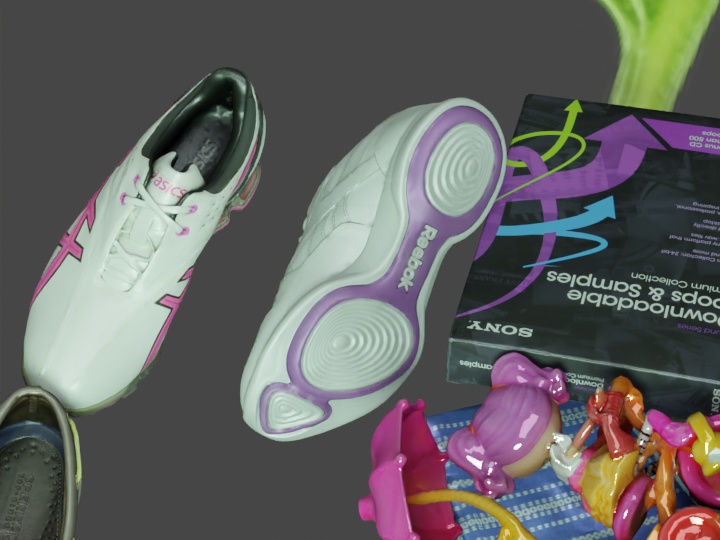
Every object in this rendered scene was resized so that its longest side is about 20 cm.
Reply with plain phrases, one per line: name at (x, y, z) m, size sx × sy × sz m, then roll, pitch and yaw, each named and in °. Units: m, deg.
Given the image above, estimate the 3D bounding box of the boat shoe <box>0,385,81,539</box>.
boat shoe at (-0.167, 0.147, 0.969) m, size 0.072 × 0.060 × 0.200 m, roll 8°, pitch 52°, yaw -2°

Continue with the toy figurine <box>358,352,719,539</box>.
toy figurine at (0.095, 0.105, 0.971) m, size 0.184 × 0.150 × 0.200 m, roll 29°, pitch 79°, yaw 19°

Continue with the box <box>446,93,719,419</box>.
box at (0.134, -0.011, 1.074) m, size 0.143 × 0.036 × 0.200 m, roll 8°, pitch 45°, yaw 12°

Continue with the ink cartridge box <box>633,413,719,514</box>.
ink cartridge box at (0.251, 0.073, 1.078) m, size 0.196 × 0.043 × 0.200 m, roll -28°, pitch 69°, yaw -27°

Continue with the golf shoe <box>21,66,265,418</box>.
golf shoe at (-0.113, -0.020, 1.063) m, size 0.073 × 0.092 × 0.200 m, roll 25°, pitch 63°, yaw 5°

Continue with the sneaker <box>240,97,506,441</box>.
sneaker at (0.000, 0.000, 1.086) m, size 0.075 × 0.100 × 0.200 m, roll 38°, pitch 80°, yaw -25°

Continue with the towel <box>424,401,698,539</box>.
towel at (0.124, 0.145, 1.042) m, size 0.145 × 0.024 × 0.200 m, roll -13°, pitch 64°, yaw -14°
